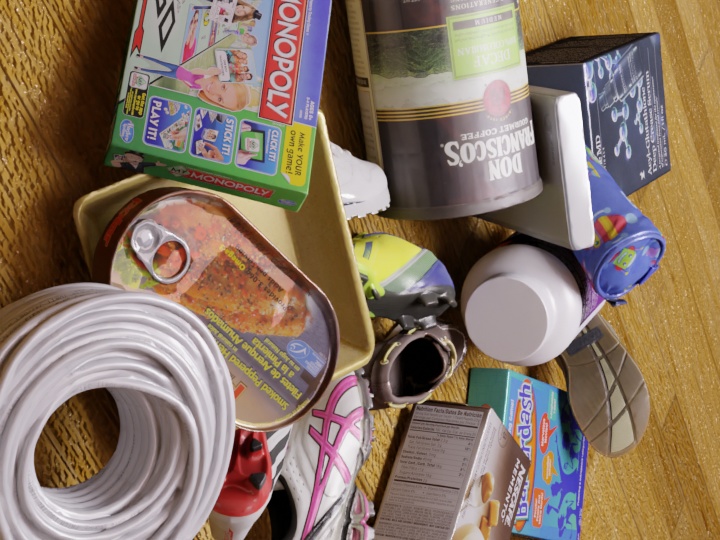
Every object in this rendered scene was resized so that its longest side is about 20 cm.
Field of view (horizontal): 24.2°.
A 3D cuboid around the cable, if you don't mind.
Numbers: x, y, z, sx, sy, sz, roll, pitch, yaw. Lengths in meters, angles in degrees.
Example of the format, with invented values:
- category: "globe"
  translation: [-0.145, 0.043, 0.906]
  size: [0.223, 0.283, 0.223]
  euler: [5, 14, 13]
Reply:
- category: "cable"
  translation: [-0.169, 0.106, 1.031]
  size: [0.200, 0.069, 0.200]
  euler: [-41, 123, -23]

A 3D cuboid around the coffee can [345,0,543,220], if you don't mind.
- category: "coffee can"
  translation: [0.068, -0.155, 1.398]
  size: [0.146, 0.146, 0.201]
  euler: [-28, 114, -55]

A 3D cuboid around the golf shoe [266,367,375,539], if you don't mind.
- category: "golf shoe"
  translation: [-0.039, 0.142, 1.296]
  size: [0.092, 0.073, 0.201]
  euler: [12, 58, -21]

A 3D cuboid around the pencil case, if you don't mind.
- category: "pencil case"
  translation: [0.201, -0.061, 1.520]
  size: [0.087, 0.078, 0.200]
  euler: [29, 23, -47]

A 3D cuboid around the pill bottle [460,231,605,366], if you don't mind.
- category: "pill bottle"
  translation: [0.160, 0.021, 1.554]
  size: [0.200, 0.112, 0.113]
  euler: [-31, 117, -66]

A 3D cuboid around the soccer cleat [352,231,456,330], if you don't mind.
- category: "soccer cleat"
  translation: [0.000, 0.001, 1.387]
  size: [0.200, 0.065, 0.084]
  euler: [12, 41, -49]

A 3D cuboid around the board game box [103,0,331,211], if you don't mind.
- category: "board game box"
  translation: [-0.091, -0.147, 1.140]
  size: [0.134, 0.029, 0.201]
  euler: [13, 61, -13]

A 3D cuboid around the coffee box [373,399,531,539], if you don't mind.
- category: "coffee box"
  translation: [0.073, 0.229, 1.468]
  size: [0.114, 0.079, 0.201]
  euler: [55, 47, -49]

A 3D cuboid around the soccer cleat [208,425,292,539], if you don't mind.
- category: "soccer cleat"
  translation: [-0.080, 0.107, 1.245]
  size: [0.085, 0.068, 0.201]
  euler: [103, -3, -51]

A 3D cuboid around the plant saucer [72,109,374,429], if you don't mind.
- category: "plant saucer"
  translation: [-0.098, 0.006, 1.172]
  size: [0.200, 0.048, 0.201]
  euler: [-25, 113, -29]

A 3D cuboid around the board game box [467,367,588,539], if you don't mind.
- category: "board game box"
  translation: [0.164, 0.187, 1.655]
  size: [0.200, 0.045, 0.153]
  euler: [22, 72, -56]

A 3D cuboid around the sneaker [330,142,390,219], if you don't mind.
- category: "sneaker"
  translation: [-0.041, -0.075, 1.294]
  size: [0.200, 0.076, 0.081]
  euler: [-15, 97, -58]

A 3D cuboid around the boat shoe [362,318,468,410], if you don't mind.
- category: "boat shoe"
  translation: [0.046, 0.081, 1.447]
  size: [0.200, 0.059, 0.072]
  euler: [-12, 101, -58]

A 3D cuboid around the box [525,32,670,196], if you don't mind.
- category: "box"
  translation: [0.223, -0.150, 1.688]
  size: [0.200, 0.107, 0.149]
  euler: [-28, 114, -54]

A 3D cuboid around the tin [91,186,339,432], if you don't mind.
- category: "tin"
  translation: [-0.096, 0.027, 1.126]
  size: [0.200, 0.042, 0.112]
  euler: [46, 70, -33]

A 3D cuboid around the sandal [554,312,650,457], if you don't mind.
- category: "sandal"
  translation: [0.228, 0.091, 1.688]
  size: [0.201, 0.080, 0.054]
  euler: [63, 0, 14]

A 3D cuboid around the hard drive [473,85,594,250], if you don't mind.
- category: "hard drive"
  translation: [0.142, -0.099, 1.491]
  size: [0.026, 0.200, 0.132]
  euler: [-13, 105, -19]
